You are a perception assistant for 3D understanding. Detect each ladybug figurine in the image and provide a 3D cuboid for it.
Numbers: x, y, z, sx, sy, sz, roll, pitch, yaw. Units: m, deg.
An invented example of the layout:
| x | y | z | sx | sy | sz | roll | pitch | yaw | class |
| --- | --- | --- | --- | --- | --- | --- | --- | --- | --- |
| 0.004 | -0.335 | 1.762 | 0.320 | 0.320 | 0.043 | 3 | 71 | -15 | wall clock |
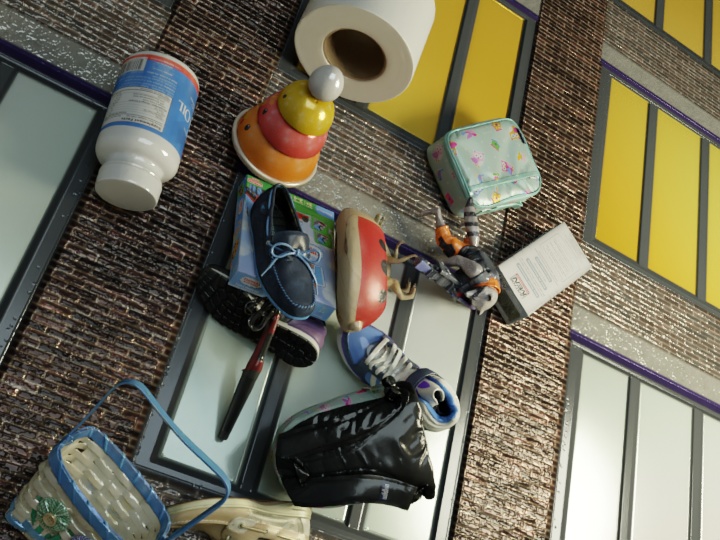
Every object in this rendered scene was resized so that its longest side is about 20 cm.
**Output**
| x | y | z | sx | sy | sz | roll | pitch | yaw | class |
| --- | --- | --- | --- | --- | --- | --- | --- | --- | --- |
| 0.000 | 0.000 | 1.138 | 0.072 | 0.136 | 0.201 | 1 | 59 | -4 | ladybug figurine |

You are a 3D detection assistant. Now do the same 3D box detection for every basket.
| x | y | z | sx | sy | sz | roll | pitch | yaw | class |
| --- | --- | --- | --- | --- | --- | --- | --- | --- | --- |
| -0.267 | 0.243 | 0.875 | 0.200 | 0.139 | 0.176 | -42 | 93 | 0 | basket |

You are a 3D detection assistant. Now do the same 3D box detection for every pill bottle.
| x | y | z | sx | sy | sz | roll | pitch | yaw | class |
| --- | --- | --- | --- | --- | --- | --- | --- | --- | --- |
| -0.294 | -0.186 | 1.075 | 0.112 | 0.112 | 0.201 | 20 | 63 | -23 | pill bottle |

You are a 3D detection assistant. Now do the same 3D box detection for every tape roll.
| x | y | z | sx | sy | sz | roll | pitch | yaw | class |
| --- | --- | --- | --- | --- | --- | --- | --- | --- | --- |
| 0.009 | -0.393 | 1.279 | 0.202 | 0.203 | 0.140 | 30 | 60 | -17 | tape roll |

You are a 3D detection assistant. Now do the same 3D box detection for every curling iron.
| x | y | z | sx | sy | sz | roll | pitch | yaw | class |
| --- | --- | --- | --- | --- | --- | --- | --- | --- | --- |
| -0.152 | 0.127 | 1.046 | 0.049 | 0.026 | 0.201 | 17 | 91 | -19 | curling iron |

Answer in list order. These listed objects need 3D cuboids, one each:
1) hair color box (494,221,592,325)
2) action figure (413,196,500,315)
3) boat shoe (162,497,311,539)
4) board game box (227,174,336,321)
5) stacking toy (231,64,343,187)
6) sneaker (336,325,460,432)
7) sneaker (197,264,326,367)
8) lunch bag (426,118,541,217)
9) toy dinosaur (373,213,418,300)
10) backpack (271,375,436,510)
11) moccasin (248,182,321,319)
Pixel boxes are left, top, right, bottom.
| x | y | z | sx | sy | sz | roll | pitch | yaw | class |
| --- | --- | --- | --- | --- | --- | --- | --- | --- | --- |
| 0.309 | 0.003 | 1.385 | 0.200 | 0.061 | 0.099 | -30 | 87 | -36 | hair color box |
| 0.161 | -0.022 | 1.257 | 0.200 | 0.104 | 0.194 | 25 | 38 | -52 | action figure |
| -0.151 | 0.321 | 0.986 | 0.199 | 0.072 | 0.065 | 14 | 64 | -32 | boat shoe |
| -0.107 | -0.035 | 1.127 | 0.151 | 0.037 | 0.200 | 22 | 41 | -24 | board game box |
| -0.086 | -0.230 | 1.152 | 0.146 | 0.200 | 0.147 | 21 | 49 | -26 | stacking toy |
| 0.063 | 0.146 | 1.124 | 0.081 | 0.146 | 0.200 | -42 | 99 | -23 | sneaker |
| -0.136 | 0.050 | 1.113 | 0.200 | 0.076 | 0.088 | 38 | 37 | -12 | sneaker |
| 0.226 | -0.179 | 1.397 | 0.200 | 0.077 | 0.161 | -17 | 81 | -34 | lunch bag |
| 0.033 | 0.017 | 1.233 | 0.101 | 0.058 | 0.201 | 11 | 78 | -8 | toy dinosaur |
| -0.016 | 0.238 | 1.031 | 0.199 | 0.127 | 0.168 | -12 | 80 | -9 | backpack |
| -0.103 | -0.031 | 1.038 | 0.080 | 0.068 | 0.200 | 2 | 52 | -40 | moccasin |
